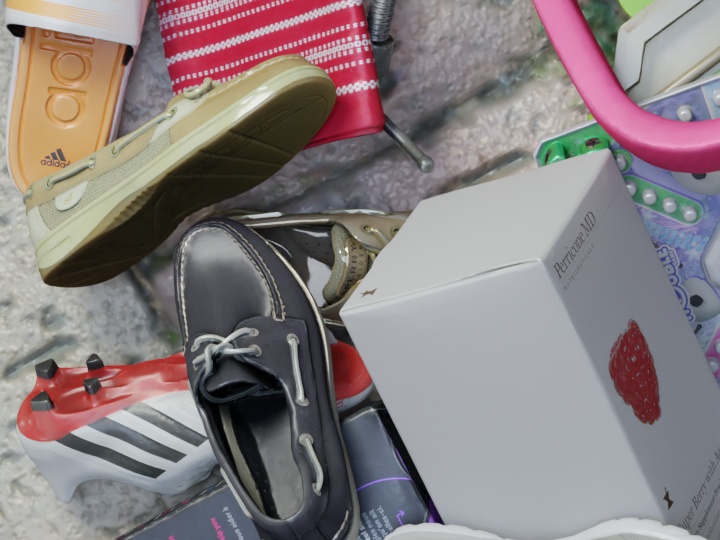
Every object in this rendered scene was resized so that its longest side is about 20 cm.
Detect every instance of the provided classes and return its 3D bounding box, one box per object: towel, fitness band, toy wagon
[{"bbox_3d":[-0.061,-0.156,1.448,0.145,0.022,0.200,-11,91,40],"label":"towel"},{"bbox_3d":[0.163,-0.141,1.379,0.144,0.037,0.200,-30,58,10],"label":"fitness band"},{"bbox_3d":[0.196,-0.105,1.446,0.155,0.040,0.200,-37,87,7],"label":"toy wagon"}]

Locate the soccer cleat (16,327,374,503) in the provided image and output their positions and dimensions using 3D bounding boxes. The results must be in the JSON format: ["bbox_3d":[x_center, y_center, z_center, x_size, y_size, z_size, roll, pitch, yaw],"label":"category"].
[{"bbox_3d":[-0.086,0.080,1.475,0.200,0.069,0.085,-9,124,8],"label":"soccer cleat"}]

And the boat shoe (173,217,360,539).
[{"bbox_3d":[-0.052,0.053,1.385,0.073,0.063,0.200,-23,66,9],"label":"boat shoe"}]

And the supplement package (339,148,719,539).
[{"bbox_3d":[0.098,0.062,1.380,0.120,0.121,0.200,-15,112,31],"label":"supplement package"}]

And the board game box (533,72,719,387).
[{"bbox_3d":[0.215,-0.009,1.421,0.200,0.026,0.200,-20,111,7],"label":"board game box"}]

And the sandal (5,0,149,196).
[{"bbox_3d":[-0.151,-0.124,1.455,0.079,0.059,0.207,5,109,-4],"label":"sandal"}]

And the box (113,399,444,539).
[{"bbox_3d":[-0.045,0.165,1.455,0.200,0.106,0.122,-28,87,7],"label":"box"}]

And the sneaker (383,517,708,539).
[{"bbox_3d":[0.092,0.171,1.321,0.200,0.082,0.075,-4,118,24],"label":"sneaker"}]

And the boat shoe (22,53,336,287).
[{"bbox_3d":[-0.100,-0.063,1.431,0.201,0.073,0.063,-35,65,32],"label":"boat shoe"}]

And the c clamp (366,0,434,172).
[{"bbox_3d":[0.006,-0.176,1.418,0.171,0.027,0.200,37,128,43],"label":"c clamp"}]

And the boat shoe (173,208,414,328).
[{"bbox_3d":[0.000,0.000,1.462,0.200,0.065,0.072,6,93,7],"label":"boat shoe"}]
